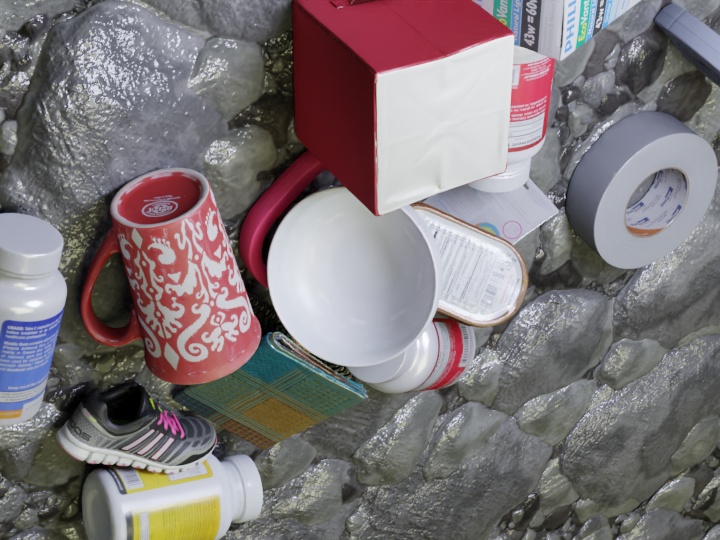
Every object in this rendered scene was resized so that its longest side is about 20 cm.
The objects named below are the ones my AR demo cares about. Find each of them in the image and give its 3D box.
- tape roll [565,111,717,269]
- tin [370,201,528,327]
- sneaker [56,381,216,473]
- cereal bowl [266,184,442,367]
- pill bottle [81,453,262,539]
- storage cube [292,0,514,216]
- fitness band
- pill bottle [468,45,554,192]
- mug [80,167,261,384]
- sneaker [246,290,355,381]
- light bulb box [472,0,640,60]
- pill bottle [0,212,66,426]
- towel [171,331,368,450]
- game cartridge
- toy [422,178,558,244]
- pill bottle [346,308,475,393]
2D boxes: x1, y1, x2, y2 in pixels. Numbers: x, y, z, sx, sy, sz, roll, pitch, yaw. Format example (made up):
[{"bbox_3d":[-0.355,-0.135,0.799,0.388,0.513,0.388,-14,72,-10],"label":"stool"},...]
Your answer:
[{"bbox_3d":[0.365,-0.103,2.042,0.199,0.066,0.202,-18,130,-23],"label":"tape roll"},{"bbox_3d":[0.101,-0.007,1.821,0.199,0.042,0.113,23,86,-11],"label":"tin"},{"bbox_3d":[-0.245,0.176,1.809,0.199,0.074,0.088,9,123,-34],"label":"sneaker"},{"bbox_3d":[0.000,0.000,1.750,0.201,0.199,0.083,-61,172,18],"label":"cereal bowl"},{"bbox_3d":[-0.221,0.275,1.874,0.199,0.112,0.113,-7,126,-31],"label":"pill bottle"},{"bbox_3d":[0.044,-0.191,1.665,0.170,0.180,0.201,-19,130,-23],"label":"storage cube"},{"bbox_3d":[-0.050,-0.063,1.800,0.200,0.037,0.144,-47,133,2],"label":"fitness band"},{"bbox_3d":[0.158,-0.195,1.781,0.111,0.112,0.201,-17,130,-25],"label":"pill bottle"},{"bbox_3d":[-0.208,0.012,1.675,0.177,0.133,0.201,-26,129,-18],"label":"mug"},{"bbox_3d":[-0.098,0.087,1.855,0.200,0.090,0.070,37,90,-19],"label":"sneaker"},{"bbox_3d":[0.217,-0.359,1.657,0.200,0.124,0.200,-39,142,-40],"label":"light bulb box"},{"bbox_3d":[-0.361,0.048,1.604,0.111,0.112,0.201,-1,122,-35],"label":"pill bottle"},{"bbox_3d":[-0.106,0.141,1.819,0.146,0.022,0.199,33,139,-26],"label":"towel"},{"bbox_3d":[0.439,-0.244,1.893,0.041,0.200,0.133,-50,136,11],"label":"game cartridge"},{"bbox_3d":[0.125,-0.046,1.890,0.199,0.115,0.047,-35,157,-11],"label":"toy"},{"bbox_3d":[0.055,0.089,1.885,0.113,0.112,0.200,-56,159,13],"label":"pill bottle"}]
